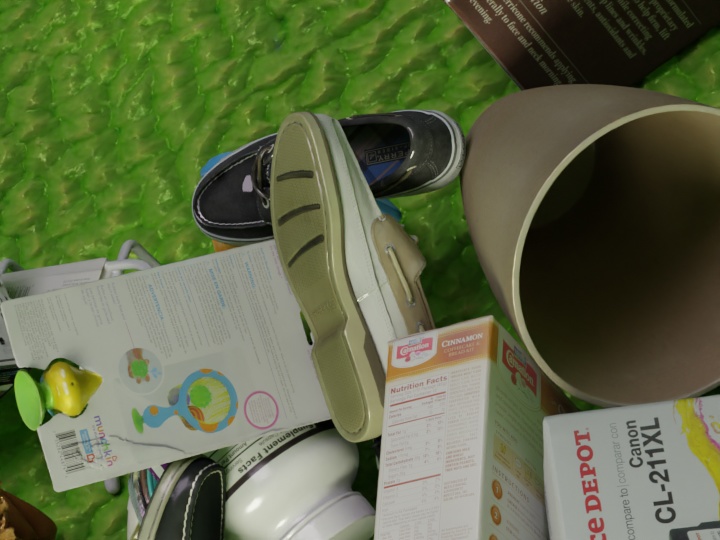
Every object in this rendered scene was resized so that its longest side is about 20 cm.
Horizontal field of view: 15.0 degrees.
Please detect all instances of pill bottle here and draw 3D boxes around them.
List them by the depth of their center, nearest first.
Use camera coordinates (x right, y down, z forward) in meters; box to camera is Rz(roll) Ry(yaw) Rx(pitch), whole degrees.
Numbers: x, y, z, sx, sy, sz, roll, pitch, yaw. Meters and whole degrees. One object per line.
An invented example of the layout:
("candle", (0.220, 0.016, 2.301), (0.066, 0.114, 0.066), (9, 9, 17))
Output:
("pill bottle", (-0.078, 0.103, 1.701), (0.112, 0.112, 0.200), (-41, 72, 4))

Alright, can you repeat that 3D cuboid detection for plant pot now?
("plant pot", (0.140, -0.037, 1.652), (0.187, 0.187, 0.200), (-46, 28, 0))

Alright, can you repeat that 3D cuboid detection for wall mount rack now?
("wall mount rack", (-0.213, 0.066, 1.890), (0.200, 0.075, 0.174), (-8, 53, 33))

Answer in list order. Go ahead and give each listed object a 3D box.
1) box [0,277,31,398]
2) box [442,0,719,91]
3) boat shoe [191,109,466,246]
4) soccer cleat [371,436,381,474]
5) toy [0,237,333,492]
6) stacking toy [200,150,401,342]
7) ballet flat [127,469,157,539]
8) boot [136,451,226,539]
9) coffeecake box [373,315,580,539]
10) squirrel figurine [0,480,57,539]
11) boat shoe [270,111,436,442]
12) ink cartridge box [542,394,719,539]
("box", (-0.316, 0.066, 1.888), (0.200, 0.060, 0.117), (-40, 67, 39))
("box", (0.144, -0.233, 1.776), (0.200, 0.166, 0.164), (-35, 45, 9))
("boat shoe", (-0.032, -0.059, 1.702), (0.200, 0.066, 0.070), (-9, 82, 31))
("soccer cleat", (0.030, 0.110, 1.672), (0.068, 0.081, 0.200), (-24, 48, 20))
("toy", (-0.115, 0.057, 1.622), (0.047, 0.200, 0.115), (-28, 78, 55))
("stacking toy", (-0.062, 0.028, 1.801), (0.116, 0.110, 0.200), (4, 77, 48))
("ballet flat", (-0.115, 0.177, 1.745), (0.071, 0.069, 0.200), (-55, 38, 36))
("boot", (-0.058, 0.217, 1.606), (0.154, 0.073, 0.204), (12, 102, 24))
("coffeecake box", (0.075, 0.153, 1.557), (0.073, 0.154, 0.200), (-14, 52, 27))
("squirrel figurine", (-0.240, 0.201, 1.719), (0.142, 0.200, 0.187), (-51, 36, -13))
("boat shoe", (0.000, 0.000, 1.637), (0.075, 0.068, 0.200), (-17, 85, 61))
("ink cartridge box", (0.204, 0.146, 1.469), (0.200, 0.083, 0.146), (-7, 52, 1))
